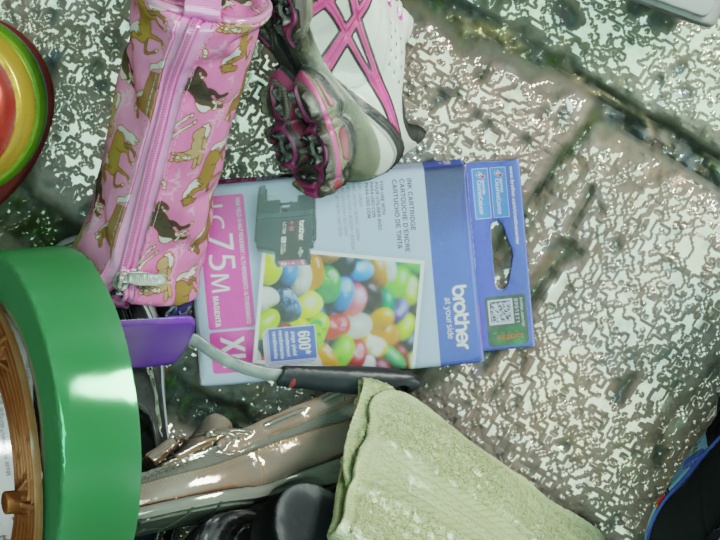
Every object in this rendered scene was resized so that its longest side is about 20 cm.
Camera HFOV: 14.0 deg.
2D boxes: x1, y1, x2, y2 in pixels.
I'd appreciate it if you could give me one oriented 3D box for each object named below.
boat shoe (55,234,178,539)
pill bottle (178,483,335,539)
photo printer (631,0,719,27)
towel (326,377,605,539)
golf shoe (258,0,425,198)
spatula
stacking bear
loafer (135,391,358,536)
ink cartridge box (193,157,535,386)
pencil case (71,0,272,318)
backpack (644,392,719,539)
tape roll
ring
[{"bbox_3d":[-0.143,0.078,1.707,0.069,0.057,0.200,-12,96,0],"label":"boat shoe"},{"bbox_3d":[-0.082,0.205,1.656,0.200,0.112,0.112,-38,95,31],"label":"pill bottle"},{"bbox_3d":[0.157,-0.259,1.675,0.166,0.069,0.200,18,94,-2],"label":"photo printer"},{"bbox_3d":[0.063,0.158,1.660,0.200,0.148,0.036,38,128,-23],"label":"towel"},{"bbox_3d":[-0.018,-0.147,1.655,0.092,0.073,0.200,-23,114,-29],"label":"golf shoe"},{"bbox_3d":[-0.062,0.053,1.677,0.200,0.057,0.021,10,55,-14],"label":"spatula"},{"bbox_3d":[-0.232,-0.088,1.619,0.114,0.200,0.121,-36,95,2],"label":"stacking bear"},{"bbox_3d":[-0.069,0.107,1.686,0.200,0.072,0.063,-10,79,-29],"label":"loafer"},{"bbox_3d":[0.000,0.000,1.713,0.200,0.042,0.119,-5,96,-2],"label":"ink cartridge box"},{"bbox_3d":[-0.108,-0.074,1.632,0.083,0.087,0.200,-3,120,-38],"label":"pencil case"},{"bbox_3d":[0.270,0.134,1.682,0.183,0.135,0.200,35,126,-2],"label":"backpack"},{"bbox_3d":[-0.180,0.087,1.636,0.048,0.200,0.201,-4,96,-25],"label":"tape roll"},{"bbox_3d":[-0.219,0.106,1.643,0.019,0.200,0.201,-4,96,-25],"label":"ring"}]
